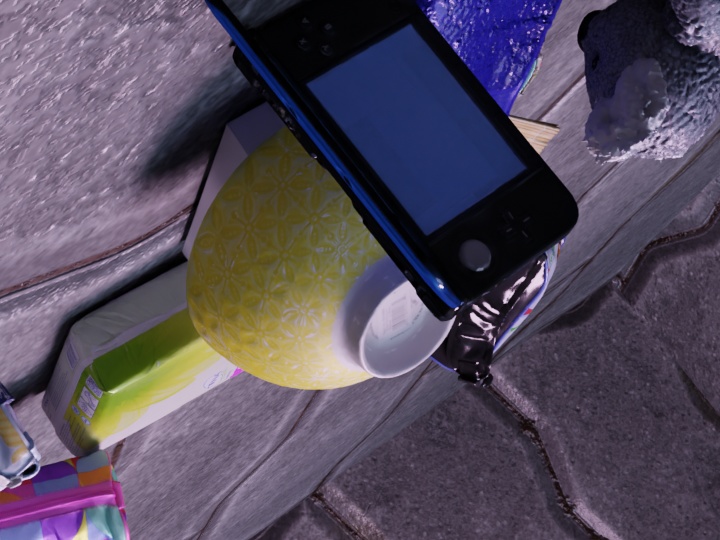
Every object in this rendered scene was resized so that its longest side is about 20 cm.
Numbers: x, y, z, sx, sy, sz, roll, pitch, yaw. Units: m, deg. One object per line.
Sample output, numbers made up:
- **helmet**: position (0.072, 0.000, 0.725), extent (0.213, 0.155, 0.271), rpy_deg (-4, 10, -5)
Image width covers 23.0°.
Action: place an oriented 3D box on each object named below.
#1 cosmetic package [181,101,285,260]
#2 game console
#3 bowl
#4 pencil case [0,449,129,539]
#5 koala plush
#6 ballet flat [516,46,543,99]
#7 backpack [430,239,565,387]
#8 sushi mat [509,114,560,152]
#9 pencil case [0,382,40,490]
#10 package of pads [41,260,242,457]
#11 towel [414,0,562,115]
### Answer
- **cosmetic package**: position (-0.065, -0.055, 1.208), extent (0.082, 0.051, 0.200), rpy_deg (-34, 169, -25)
- **game console**: position (0.024, -0.085, 0.962), extent (0.170, 0.201, 0.118), rpy_deg (-33, 169, -29)
- **bowl**: position (0.000, 0.006, 1.122), extent (0.199, 0.108, 0.202), rpy_deg (-26, 138, -26)
- **pencil case**: position (-0.270, 0.190, 1.303), extent (0.198, 0.089, 0.089), rpy_deg (-12, 160, -23)
- **koala plush**: position (0.218, -0.163, 1.198), extent (0.177, 0.182, 0.202), rpy_deg (-9, 123, -67)
- **ballet flat**: position (0.066, -0.132, 1.345), extent (0.200, 0.075, 0.064), rpy_deg (-41, -159, 38)
- **backpack**: position (0.083, -0.027, 1.490), extent (0.190, 0.199, 0.155), rpy_deg (-42, -160, 52)
- **sushi mat**: position (0.050, -0.095, 1.305), extent (0.198, 0.012, 0.096), rpy_deg (8, 140, -39)
- **pencil case**: position (-0.302, 0.146, 1.132), extent (0.199, 0.091, 0.083), rpy_deg (-36, 170, -14)
- **package of pads**: position (-0.142, 0.054, 1.352), extent (0.199, 0.069, 0.155), rpy_deg (-28, 166, -29)
- **towel**: position (0.065, -0.125, 1.190), extent (0.147, 0.049, 0.201), rpy_deg (-24, 144, -42)
